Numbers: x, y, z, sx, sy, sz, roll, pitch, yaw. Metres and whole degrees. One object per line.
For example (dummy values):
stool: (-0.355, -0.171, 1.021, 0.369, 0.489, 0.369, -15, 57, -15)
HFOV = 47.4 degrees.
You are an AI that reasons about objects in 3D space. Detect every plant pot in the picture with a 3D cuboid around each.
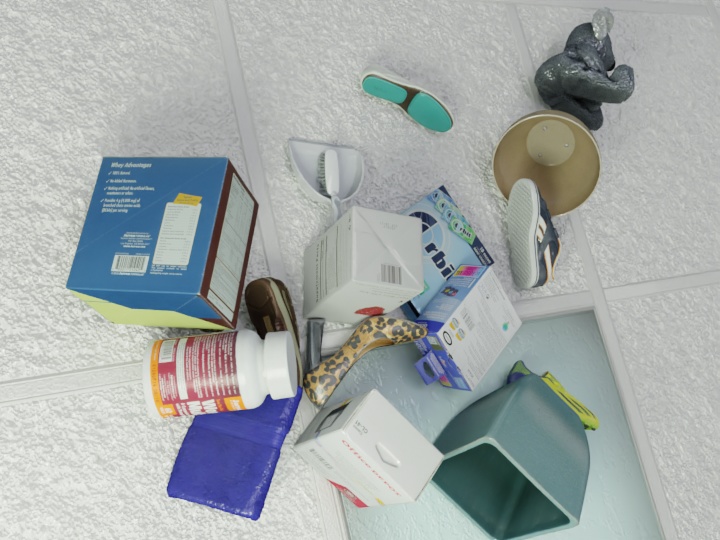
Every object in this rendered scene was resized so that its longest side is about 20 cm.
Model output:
plant pot: (0.358, -0.220, 1.559, 0.200, 0.200, 0.135, 42, 32, -7)
plant pot: (0.248, 0.283, 1.315, 0.196, 0.196, 0.200, 43, 50, -7)

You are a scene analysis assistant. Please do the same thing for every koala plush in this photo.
koala plush: (0.460, -0.431, 1.685, 0.182, 0.177, 0.202, 22, 67, -6)

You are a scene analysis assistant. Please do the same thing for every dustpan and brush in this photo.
dustpan and brush: (-0.048, -0.136, 1.382, 0.138, 0.057, 0.202, 4, 71, -26)

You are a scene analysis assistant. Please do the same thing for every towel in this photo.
towel: (-0.177, 0.244, 1.171, 0.146, 0.050, 0.202, 12, 63, 13)

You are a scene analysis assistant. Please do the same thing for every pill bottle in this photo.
pill bottle: (-0.192, 0.141, 1.139, 0.197, 0.110, 0.111, -6, 73, 3)

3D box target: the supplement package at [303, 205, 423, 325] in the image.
supplement package: (0.000, 0.000, 1.276, 0.120, 0.200, 0.121, 9, 68, -23)

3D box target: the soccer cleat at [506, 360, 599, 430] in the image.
soccer cleat: (0.347, 0.223, 1.452, 0.199, 0.065, 0.084, 27, 60, -15)

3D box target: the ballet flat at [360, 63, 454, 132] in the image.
ballet flat: (0.092, -0.329, 1.525, 0.198, 0.069, 0.070, 24, 63, -16)

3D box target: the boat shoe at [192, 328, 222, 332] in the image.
boat shoe: (-0.232, 0.002, 1.243, 0.074, 0.075, 0.202, 33, 48, -50)

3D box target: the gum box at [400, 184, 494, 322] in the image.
gum box: (0.119, -0.030, 1.438, 0.199, 0.044, 0.171, -36, 91, -31)

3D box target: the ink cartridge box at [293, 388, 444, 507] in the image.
ink cartridge box: (0.007, 0.263, 1.187, 0.148, 0.200, 0.086, 44, 59, -6)

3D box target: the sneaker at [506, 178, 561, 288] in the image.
sneaker: (0.325, -0.070, 1.529, 0.079, 0.078, 0.203, -4, 94, -30)

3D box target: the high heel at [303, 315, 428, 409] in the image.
high heel: (0.010, 0.147, 1.282, 0.197, 0.072, 0.144, -2, 65, 2)

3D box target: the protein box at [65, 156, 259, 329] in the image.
protein box: (-0.268, -0.038, 1.142, 0.196, 0.135, 0.202, 2, 66, 14)

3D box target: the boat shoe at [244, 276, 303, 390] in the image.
boat shoe: (-0.117, 0.109, 1.254, 0.075, 0.074, 0.205, -15, 96, -66)

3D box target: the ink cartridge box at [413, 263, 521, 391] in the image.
ink cartridge box: (0.168, 0.105, 1.370, 0.200, 0.076, 0.137, -49, 119, -30)
